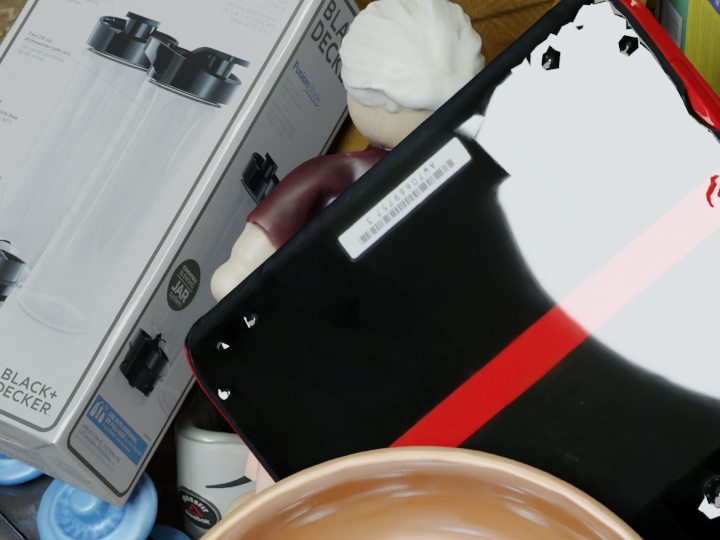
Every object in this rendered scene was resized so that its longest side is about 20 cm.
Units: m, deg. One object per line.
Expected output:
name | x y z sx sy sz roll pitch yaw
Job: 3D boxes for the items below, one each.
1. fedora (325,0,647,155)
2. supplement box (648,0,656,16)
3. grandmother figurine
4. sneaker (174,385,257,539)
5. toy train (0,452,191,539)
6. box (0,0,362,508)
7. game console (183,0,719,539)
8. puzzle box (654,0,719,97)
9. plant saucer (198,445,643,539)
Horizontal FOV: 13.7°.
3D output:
fedora | 0.042 -0.108 1.146 0.200 0.082 0.202 -13 68 35
supplement box | 0.156 -0.147 1.176 0.108 0.201 0.110 -17 50 -3
grandmother figurine | 0.000 0.000 1.061 0.121 0.201 0.060 1 17 -44
sneaker | -0.006 0.018 1.155 0.074 0.089 0.200 17 55 25
toy train | -0.145 0.096 1.127 0.114 0.087 0.200 -42 56 -10
box | -0.090 -0.029 1.086 0.116 0.060 0.201 20 73 30
game console | 0.061 0.032 0.985 0.200 0.031 0.177 -41 79 16
puzzle box | 0.148 -0.040 1.094 0.025 0.201 0.133 -19 50 -15
plant saucer | 0.019 0.157 0.941 0.199 0.037 0.202 -2 73 6
